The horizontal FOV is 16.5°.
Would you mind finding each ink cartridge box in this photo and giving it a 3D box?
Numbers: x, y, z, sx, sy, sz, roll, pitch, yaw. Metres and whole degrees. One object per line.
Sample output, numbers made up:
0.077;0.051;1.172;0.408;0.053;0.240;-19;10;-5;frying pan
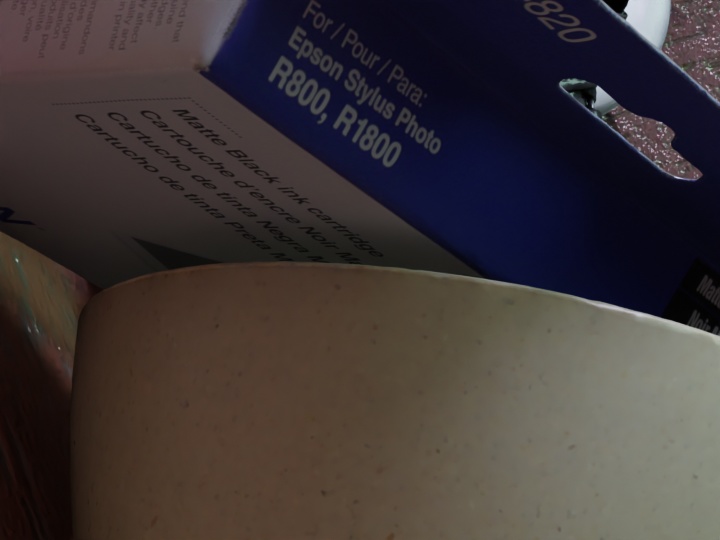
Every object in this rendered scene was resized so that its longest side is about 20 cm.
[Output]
-0.001;-0.016;0.579;0.200;0.200;0.041;33;66;-43;ink cartridge box

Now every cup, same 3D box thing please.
0.018;0.098;0.594;0.200;0.200;0.143;45;51;-63;cup

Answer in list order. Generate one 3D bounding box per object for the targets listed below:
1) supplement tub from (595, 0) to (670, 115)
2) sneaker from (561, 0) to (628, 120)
0.054;-0.111;1.170;0.123;0.122;0.200;66;-19;-1;supplement tub
0.077;-0.072;0.975;0.071;0.099;0.200;8;49;-52;sneaker
